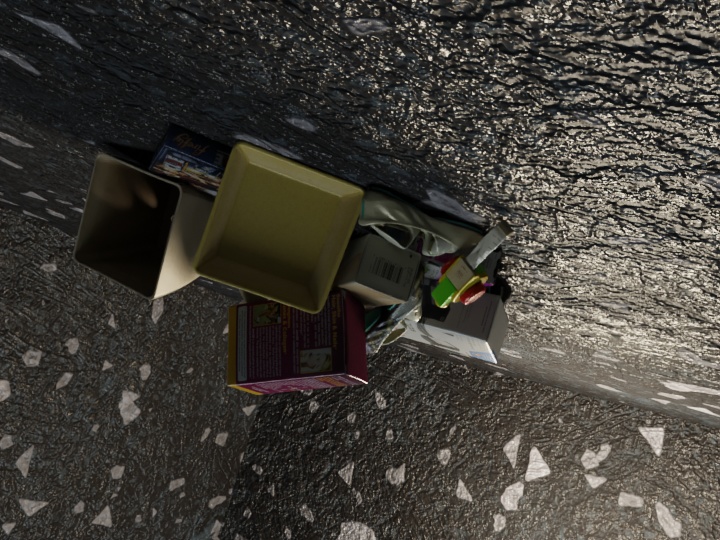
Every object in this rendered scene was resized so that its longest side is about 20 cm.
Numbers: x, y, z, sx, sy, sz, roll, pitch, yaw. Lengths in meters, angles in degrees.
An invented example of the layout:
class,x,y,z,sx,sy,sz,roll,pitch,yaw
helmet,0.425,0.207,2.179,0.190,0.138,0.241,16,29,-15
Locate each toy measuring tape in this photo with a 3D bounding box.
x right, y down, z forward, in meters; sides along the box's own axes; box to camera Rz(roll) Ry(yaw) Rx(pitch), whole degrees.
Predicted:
class,x,y,z,sx,sy,sz,roll,pitch,yaw
toy measuring tape,0.170,-0.009,1.060,0.073,0.074,0.200,20,136,-18

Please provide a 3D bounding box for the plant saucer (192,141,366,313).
class,x,y,z,sx,sy,sz,roll,pitch,yaw
plant saucer,-0.117,-0.062,1.058,0.199,0.201,0.048,19,-169,-12

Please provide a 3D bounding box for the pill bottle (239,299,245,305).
class,x,y,z,sx,sy,sz,roll,pitch,yaw
pill bottle,-0.161,-0.003,1.388,0.112,0.201,0.113,16,171,3

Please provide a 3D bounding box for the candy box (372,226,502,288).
class,x,y,z,sx,sy,sz,roll,pitch,yaw
candy box,0.114,-0.024,1.190,0.199,0.061,0.136,17,169,-3

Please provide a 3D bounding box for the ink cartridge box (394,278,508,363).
class,x,y,z,sx,sy,sz,roll,pitch,yaw
ink cartridge box,0.142,0.079,1.259,0.199,0.084,0.145,14,165,22

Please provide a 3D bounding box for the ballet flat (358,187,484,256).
class,x,y,z,sx,sy,sz,roll,pitch,yaw
ballet flat,0.085,-0.056,1.052,0.199,0.070,0.069,20,170,-19

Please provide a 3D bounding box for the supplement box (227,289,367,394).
class,x,y,z,sx,sy,sz,roll,pitch,yaw
supplement box,-0.098,0.115,1.140,0.198,0.132,0.103,-7,161,18

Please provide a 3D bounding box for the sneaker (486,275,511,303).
class,x,y,z,sx,sy,sz,roll,pitch,yaw
sneaker,0.187,0.022,1.351,0.199,0.075,0.079,8,-170,35

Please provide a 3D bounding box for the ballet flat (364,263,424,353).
class,x,y,z,sx,sy,sz,roll,pitch,yaw
ballet flat,0.058,0.067,1.175,0.072,0.072,0.200,22,128,-28

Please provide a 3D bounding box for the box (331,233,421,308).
class,x,y,z,sx,sy,sz,roll,pitch,yaw
box,0.005,0.006,1.140,0.094,0.078,0.200,21,167,-17

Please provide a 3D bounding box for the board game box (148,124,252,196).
class,x,y,z,sx,sy,sz,roll,pitch,yaw
board game box,-0.248,-0.163,1.132,0.135,0.035,0.200,21,170,-20

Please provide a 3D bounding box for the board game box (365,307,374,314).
class,x,y,z,sx,sy,sz,roll,pitch,yaw
board game box,0.004,0.109,1.537,0.151,0.045,0.200,10,-174,25

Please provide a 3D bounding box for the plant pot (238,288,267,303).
class,x,y,z,sx,sy,sz,roll,pitch,yaw
plant pot,-0.143,-0.052,1.209,0.135,0.200,0.200,54,163,-9

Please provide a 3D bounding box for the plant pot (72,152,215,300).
class,x,y,z,sx,sy,sz,roll,pitch,yaw
plant pot,-0.359,-0.080,1.312,0.199,0.201,0.177,23,-168,24
